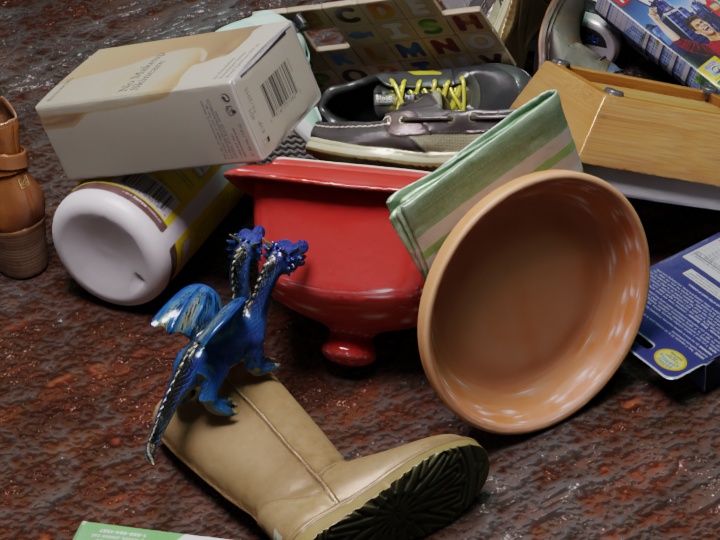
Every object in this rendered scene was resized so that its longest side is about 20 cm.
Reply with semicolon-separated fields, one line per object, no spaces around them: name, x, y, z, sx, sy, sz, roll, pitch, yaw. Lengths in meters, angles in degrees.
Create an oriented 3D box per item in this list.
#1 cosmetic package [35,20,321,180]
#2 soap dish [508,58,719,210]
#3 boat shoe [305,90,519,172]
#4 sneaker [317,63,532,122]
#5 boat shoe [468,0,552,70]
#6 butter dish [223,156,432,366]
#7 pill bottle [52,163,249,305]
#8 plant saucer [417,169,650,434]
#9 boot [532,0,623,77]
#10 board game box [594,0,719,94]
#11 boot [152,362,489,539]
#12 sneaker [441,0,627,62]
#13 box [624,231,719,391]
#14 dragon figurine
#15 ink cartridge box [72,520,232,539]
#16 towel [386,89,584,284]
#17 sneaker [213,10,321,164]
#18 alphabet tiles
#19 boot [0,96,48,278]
cosmetic package;-0.143;-0.132;1.537;0.199;0.071;0.105;-4;31;33
soap dish;0.239;-0.111;1.614;0.199;0.082;0.157;8;15;-20
boat shoe;0.057;-0.103;1.496;0.199;0.067;0.072;6;-6;19
sneaker;0.054;-0.139;1.706;0.199;0.075;0.084;-9;-7;26
boat shoe;0.129;-0.234;1.811;0.065;0.073;0.201;15;72;35
butter dish;0.000;0.000;1.519;0.199;0.149;0.199;7;-6;13
pill bottle;-0.164;-0.068;1.639;0.109;0.110;0.200;13;40;21
plant saucer;0.122;0.020;1.426;0.199;0.201;0.037;-23;31;-24
boot;0.200;-0.173;1.769;0.096;0.075;0.201;14;60;7
board game box;0.313;-0.250;1.830;0.200;0.062;0.200;-34;65;-32
boot;-0.031;0.122;1.414;0.174;0.066;0.200;-23;39;-24
sneaker;0.182;-0.261;1.906;0.199;0.073;0.112;26;42;22
box;0.279;0.028;1.536;0.199;0.033;0.121;-23;41;-25
dragon figurine;-0.109;0.047;1.402;0.059;0.100;0.200;18;43;34
ink cartridge box;-0.136;0.261;1.219;0.144;0.088;0.200;5;36;13
towel;0.109;-0.017;1.447;0.152;0.201;0.023;-35;40;-12
sneaker;-0.049;-0.131;1.667;0.073;0.201;0.118;-24;13;34
alphabet tiles;0.028;-0.193;1.723;0.199;0.167;0.008;-3;64;23
boot;-0.338;-0.095;1.652;0.199;0.156;0.074;22;44;31
